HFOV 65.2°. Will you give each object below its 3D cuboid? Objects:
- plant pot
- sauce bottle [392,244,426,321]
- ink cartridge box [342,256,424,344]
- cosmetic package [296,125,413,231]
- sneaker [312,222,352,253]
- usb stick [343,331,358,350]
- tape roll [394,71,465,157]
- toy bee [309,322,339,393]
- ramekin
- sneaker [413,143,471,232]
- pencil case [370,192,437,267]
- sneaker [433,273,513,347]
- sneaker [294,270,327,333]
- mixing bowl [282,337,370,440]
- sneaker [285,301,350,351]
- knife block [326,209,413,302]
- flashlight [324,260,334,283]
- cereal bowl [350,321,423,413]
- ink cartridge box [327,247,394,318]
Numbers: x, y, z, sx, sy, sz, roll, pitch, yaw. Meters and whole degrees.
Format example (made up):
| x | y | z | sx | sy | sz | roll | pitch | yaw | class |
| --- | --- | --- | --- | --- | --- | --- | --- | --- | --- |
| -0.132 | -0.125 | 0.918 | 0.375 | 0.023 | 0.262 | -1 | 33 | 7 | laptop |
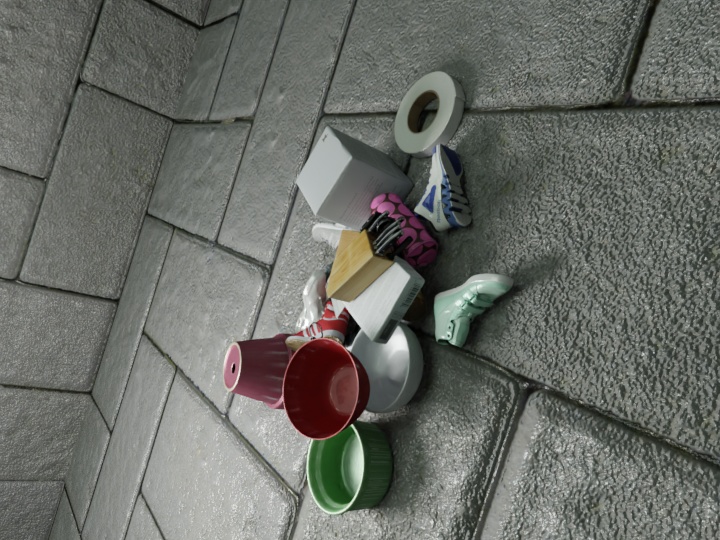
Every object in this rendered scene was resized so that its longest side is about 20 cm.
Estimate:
| x | y | z | sx | sy | sz | roll | pitch | yaw | class |
| --- | --- | --- | --- | --- | --- | --- | --- | --- | --- |
| -0.260 | 0.262 | 1.500 | 0.199 | 0.177 | 0.202 | -26 | 58 | 52 | plant pot |
| 0.092 | 0.021 | 1.254 | 0.066 | 0.066 | 0.201 | -48 | 39 | 29 | sauce bottle |
| 0.033 | 0.033 | 1.208 | 0.164 | 0.057 | 0.200 | -60 | 36 | 16 | ink cartridge box |
| -0.017 | -0.213 | 1.370 | 0.167 | 0.199 | 0.168 | -55 | 40 | 22 | cosmetic package |
| -0.069 | -0.083 | 1.492 | 0.199 | 0.074 | 0.083 | 1 | 85 | 56 | sneaker |
| -0.066 | 0.207 | 1.413 | 0.199 | 0.032 | 0.056 | -32 | 53 | 41 | usb stick |
| 0.161 | -0.369 | 1.339 | 0.202 | 0.037 | 0.205 | -24 | 59 | 46 | tape roll |
| -0.069 | 0.219 | 1.307 | 0.108 | 0.130 | 0.202 | -34 | 80 | 39 | toy bee |
| -0.021 | 0.421 | 1.224 | 0.199 | 0.097 | 0.202 | -22 | 61 | 45 | ramekin |
| 0.164 | -0.167 | 1.223 | 0.115 | 0.080 | 0.202 | -27 | 58 | 41 | sneaker |
| 0.098 | -0.089 | 1.273 | 0.201 | 0.090 | 0.094 | -121 | 26 | -43 | pencil case |
| 0.215 | 0.083 | 1.069 | 0.200 | 0.073 | 0.120 | -33 | 46 | 53 | sneaker |
| -0.106 | 0.097 | 1.467 | 0.088 | 0.075 | 0.202 | 27 | 119 | 23 | sneaker |
| -0.054 | 0.245 | 1.170 | 0.198 | 0.108 | 0.203 | -10 | 73 | 35 | mixing bowl |
| -0.102 | 0.145 | 1.422 | 0.199 | 0.071 | 0.113 | -14 | 44 | 41 | sneaker |
| 0.023 | -0.023 | 1.152 | 0.175 | 0.064 | 0.202 | 14 | 88 | 51 | knife block |
| -0.037 | 0.048 | 1.415 | 0.067 | 0.068 | 0.200 | -29 | 33 | -15 | flashlight |
| 0.064 | 0.205 | 1.209 | 0.199 | 0.083 | 0.202 | -22 | 61 | 46 | cereal bowl |
| 0.000 | 0.000 | 1.325 | 0.201 | 0.047 | 0.161 | -55 | 28 | 22 | ink cartridge box |
